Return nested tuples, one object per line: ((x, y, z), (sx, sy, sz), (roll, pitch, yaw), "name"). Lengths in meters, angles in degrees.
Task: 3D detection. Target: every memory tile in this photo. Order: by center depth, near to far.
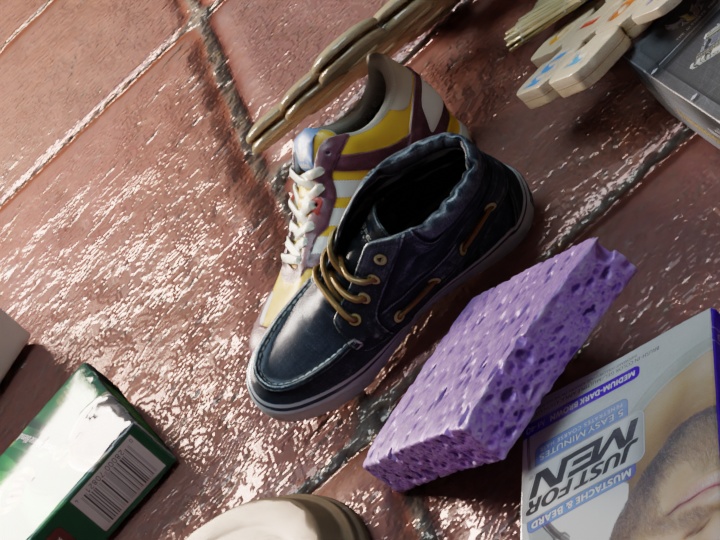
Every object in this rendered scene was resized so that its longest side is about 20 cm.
((0.019, -0.151, 1.421), (0.200, 0.017, 0.153), (-39, -1, -34), "memory tile")

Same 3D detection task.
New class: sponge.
((0.063, 0.050, 1.113), (0.112, 0.030, 0.200), (-54, 6, -16), "sponge")

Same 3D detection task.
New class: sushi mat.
((0.166, -0.196, 1.332), (0.200, 0.012, 0.096), (-31, 15, 50), "sushi mat")

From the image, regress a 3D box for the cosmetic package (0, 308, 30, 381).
((-0.376, 0.093, 1.661), (0.199, 0.123, 0.201), (-4, 51, 53), "cosmetic package")

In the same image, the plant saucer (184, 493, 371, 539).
((-0.075, 0.196, 1.198), (0.200, 0.029, 0.201), (-35, 29, 22), "plant saucer")

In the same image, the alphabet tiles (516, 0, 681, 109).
((0.171, -0.167, 1.282), (0.200, 0.015, 0.195), (-47, 10, -16), "alphabet tiles")

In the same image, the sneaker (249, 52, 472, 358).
((-0.020, -0.036, 1.358), (0.075, 0.090, 0.201), (5, 57, 57), "sneaker")

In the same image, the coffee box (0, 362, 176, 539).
((-0.210, 0.160, 1.419), (0.200, 0.044, 0.123), (-48, 27, -2), "coffee box")

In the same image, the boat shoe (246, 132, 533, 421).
((0.000, 0.000, 1.258), (0.200, 0.091, 0.071), (-42, 61, 9), "boat shoe")

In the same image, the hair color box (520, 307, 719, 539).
((0.126, 0.121, 0.971), (0.109, 0.065, 0.201), (-31, 33, 27), "hair color box")

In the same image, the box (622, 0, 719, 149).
((0.245, -0.145, 1.168), (0.200, 0.048, 0.158), (-46, 26, 2), "box")
